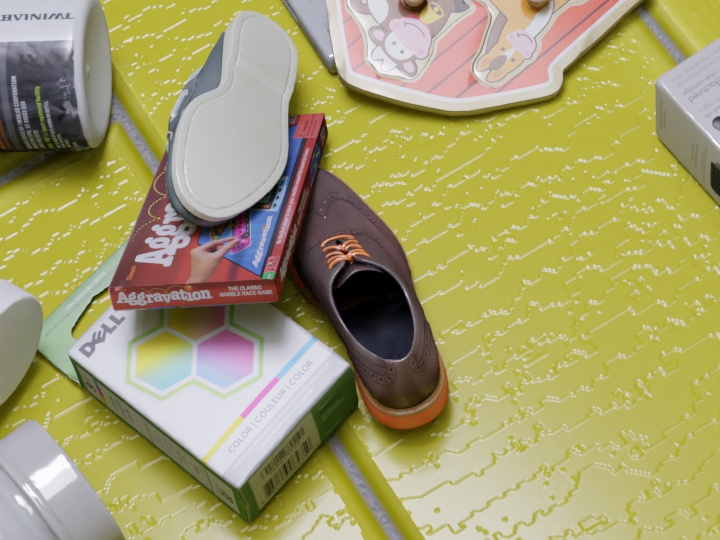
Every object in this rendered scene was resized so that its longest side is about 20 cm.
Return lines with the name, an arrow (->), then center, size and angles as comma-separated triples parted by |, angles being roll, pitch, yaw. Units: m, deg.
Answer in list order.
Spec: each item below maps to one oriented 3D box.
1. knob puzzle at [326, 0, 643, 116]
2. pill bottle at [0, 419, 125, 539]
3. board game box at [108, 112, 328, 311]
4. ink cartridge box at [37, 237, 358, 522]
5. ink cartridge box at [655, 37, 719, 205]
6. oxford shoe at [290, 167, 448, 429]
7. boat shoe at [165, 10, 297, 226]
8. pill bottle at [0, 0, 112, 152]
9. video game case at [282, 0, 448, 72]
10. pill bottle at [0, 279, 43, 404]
knob puzzle -> 0.063, -0.190, 1.555 | 0.218, 0.030, 0.221 | 0, 73, 0
pill bottle -> -0.241, 0.184, 1.361 | 0.200, 0.114, 0.114 | -38, 64, -14
board game box -> -0.085, -0.039, 1.461 | 0.102, 0.020, 0.200 | -5, 32, 12
ink cartridge box -> -0.109, 0.052, 1.449 | 0.200, 0.059, 0.104 | 36, 71, 22
ink cartridge box -> 0.288, -0.065, 1.463 | 0.116, 0.068, 0.200 | -33, 64, -11
oxford shoe -> 0.000, 0.000, 1.454 | 0.071, 0.073, 0.200 | -26, 55, -7
boat shoe -> -0.088, -0.085, 1.479 | 0.073, 0.062, 0.201 | 35, 37, -17
pill bottle -> -0.269, -0.129, 1.540 | 0.199, 0.106, 0.107 | -1, 61, 6
video game case -> 0.023, -0.249, 1.619 | 0.199, 0.023, 0.183 | -28, 62, -9
pill bottle -> -0.301, 0.012, 1.464 | 0.199, 0.111, 0.111 | 25, 67, 19
